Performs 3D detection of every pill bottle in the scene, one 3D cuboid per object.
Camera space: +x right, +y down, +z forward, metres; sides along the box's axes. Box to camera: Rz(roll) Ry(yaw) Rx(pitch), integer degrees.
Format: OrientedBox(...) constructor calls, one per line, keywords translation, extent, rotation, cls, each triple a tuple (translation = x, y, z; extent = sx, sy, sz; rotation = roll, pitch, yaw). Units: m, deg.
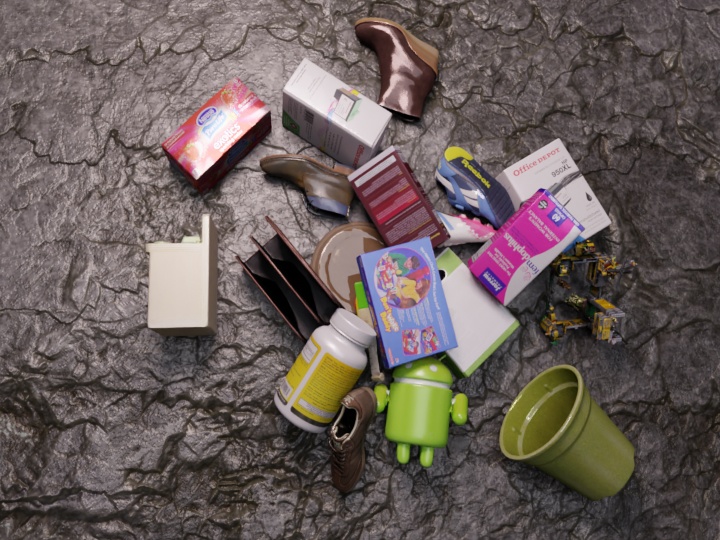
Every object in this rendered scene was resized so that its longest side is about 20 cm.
OrientedBox(translation=(-0.058, 0.174, 1.158), extent=(0.111, 0.112, 0.202), rotation=(33, 97, 1), cls="pill bottle")

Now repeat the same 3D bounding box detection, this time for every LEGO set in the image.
OrientedBox(translation=(0.426, 0.057, 1.232), extent=(0.151, 0.116, 0.204), rotation=(3, 109, -15), cls="LEGO set")

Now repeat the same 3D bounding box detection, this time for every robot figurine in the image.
OrientedBox(translation=(0.107, 0.248, 1.189), extent=(0.172, 0.116, 0.204), rotation=(6, 77, 8), cls="robot figurine")

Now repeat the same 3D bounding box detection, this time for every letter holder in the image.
OrientedBox(translation=(-0.132, 0.018, 1.177), extent=(0.100, 0.142, 0.201), rotation=(-40, 78, -4), cls="letter holder")

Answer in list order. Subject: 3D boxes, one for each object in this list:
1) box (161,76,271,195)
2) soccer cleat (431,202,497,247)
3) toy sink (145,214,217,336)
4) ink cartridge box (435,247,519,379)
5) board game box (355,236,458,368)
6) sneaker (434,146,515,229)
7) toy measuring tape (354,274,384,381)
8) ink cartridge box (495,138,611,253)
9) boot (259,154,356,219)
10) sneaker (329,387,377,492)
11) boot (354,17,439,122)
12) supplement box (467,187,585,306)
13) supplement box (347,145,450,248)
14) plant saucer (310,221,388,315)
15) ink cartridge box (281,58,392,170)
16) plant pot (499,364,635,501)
OrientedBox(translation=(-0.272, -0.257, 1.258), extent=(0.100, 0.096, 0.200), rotation=(43, 77, 4), cls="box")
OrientedBox(translation=(0.171, -0.076, 1.295), extent=(0.197, 0.070, 0.088), rotation=(18, 93, 0), cls="soccer cleat")
OrientedBox(translation=(-0.320, 0.010, 1.181), extent=(0.110, 0.130, 0.204), rotation=(0, 79, -6), cls="toy sink")
OrientedBox(translation=(0.180, 0.081, 1.254), extent=(0.147, 0.076, 0.200), rotation=(-41, 84, -12), cls="ink cartridge box")
OrientedBox(translation=(0.082, 0.056, 1.163), extent=(0.132, 0.045, 0.204), rotation=(-14, 87, -12), cls="board game box")
OrientedBox(translation=(0.228, -0.152, 1.307), extent=(0.200, 0.082, 0.074), rotation=(48, 49, 4), cls="sneaker")
OrientedBox(translation=(0.032, 0.098, 1.213), extent=(0.072, 0.074, 0.204), rotation=(-10, 89, -9), cls="toy measuring tape")
OrientedBox(translation=(0.380, -0.137, 1.316), extent=(0.143, 0.084, 0.202), rotation=(-29, 83, -10), cls="ink cartridge box")
OrientedBox(translation=(-0.103, -0.162, 1.270), extent=(0.196, 0.075, 0.099), rotation=(8, 75, -7), cls="boot")
OrientedBox(translation=(-0.030, 0.300, 1.150), extent=(0.070, 0.075, 0.204), rotation=(23, 106, 38), cls="sneaker")
OrientedBox(translation=(0.060, -0.412, 1.340), extent=(0.197, 0.072, 0.169), rotation=(21, 75, -6), cls="boot")
OrientedBox(translation=(0.302, -0.045, 1.216), extent=(0.101, 0.103, 0.200), rotation=(43, 103, 1), cls="supplement box")
OrientedBox(translation=(0.074, -0.120, 1.234), extent=(0.108, 0.061, 0.202), rotation=(-31, 90, 16), cls="supplement box")
OrientedBox(translation=(0.000, 0.000, 1.273), extent=(0.196, 0.029, 0.204), rotation=(2, 78, -7), cls="plant saucer")
OrientedBox(translation=(-0.049, -0.291, 1.266), extent=(0.198, 0.145, 0.085), rotation=(33, 75, 1), cls="ink cartridge box")
OrientedBox(translation=(0.386, 0.309, 1.186), extent=(0.184, 0.200, 0.201), rotation=(40, 77, -9), cls="plant pot")
